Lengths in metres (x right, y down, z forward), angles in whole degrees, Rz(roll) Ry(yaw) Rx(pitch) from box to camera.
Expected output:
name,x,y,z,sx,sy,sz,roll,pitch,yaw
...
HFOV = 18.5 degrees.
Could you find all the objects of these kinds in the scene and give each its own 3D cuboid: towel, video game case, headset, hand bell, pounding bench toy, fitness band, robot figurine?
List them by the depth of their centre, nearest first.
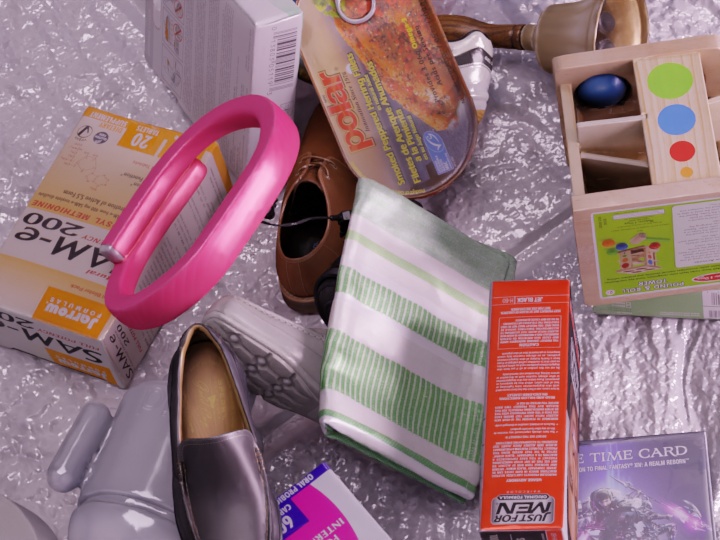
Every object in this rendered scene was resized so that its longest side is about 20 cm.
name,x,y,z,sx,sy,sz,roll,pitch,yaw
video game case,0.180,0.208,1.546,0.142,0.019,0.201,-5,54,8
robot figurine,-0.141,0.160,1.587,0.169,0.113,0.201,26,60,-9
towel,0.042,0.050,1.600,0.023,0.152,0.201,-24,46,49
pounding bench toy,0.248,-0.085,1.611,0.198,0.125,0.157,-7,56,7
fitness band,-0.123,-0.045,1.639,0.143,0.037,0.201,3,56,55
headset,0.000,0.000,1.662,0.199,0.094,0.124,31,57,-17
hand bell,0.126,-0.191,1.808,0.199,0.104,0.105,7,56,32

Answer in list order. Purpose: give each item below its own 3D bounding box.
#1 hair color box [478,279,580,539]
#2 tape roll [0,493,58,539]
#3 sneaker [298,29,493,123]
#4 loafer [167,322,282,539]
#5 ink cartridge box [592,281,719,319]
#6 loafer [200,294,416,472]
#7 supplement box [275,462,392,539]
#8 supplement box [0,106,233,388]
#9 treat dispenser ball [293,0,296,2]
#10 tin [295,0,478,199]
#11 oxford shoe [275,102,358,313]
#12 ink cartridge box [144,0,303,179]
name,x,y,z,sx,sy,sz,roll,pitch,yaw
hair color box,0.121,0.116,1.549,0.061,0.102,0.201,-2,56,11
tape roll,-0.294,0.252,1.563,0.201,0.037,0.204,-15,58,26
sneaker,0.015,-0.180,1.799,0.198,0.076,0.088,16,93,12
loafer,-0.099,0.130,1.496,0.072,0.072,0.201,-15,60,-4
ink cartridge box,0.257,-0.059,1.695,0.144,0.048,0.201,2,56,13
loafer,-0.026,0.072,1.604,0.199,0.070,0.070,34,57,-18
supplement box,0.001,0.247,1.506,0.101,0.104,0.200,-35,58,-14
supplement box,-0.202,-0.021,1.751,0.125,0.074,0.201,16,61,21
treat dispenser ball,-0.024,-0.306,1.834,0.199,0.201,0.202,-6,55,8
tin,0.019,-0.151,1.734,0.111,0.042,0.201,-22,85,-2
oxford shoe,-0.028,-0.069,1.750,0.071,0.071,0.201,-1,54,13
ink cartridge box,-0.115,-0.188,1.797,0.050,0.162,0.200,-15,44,-24
